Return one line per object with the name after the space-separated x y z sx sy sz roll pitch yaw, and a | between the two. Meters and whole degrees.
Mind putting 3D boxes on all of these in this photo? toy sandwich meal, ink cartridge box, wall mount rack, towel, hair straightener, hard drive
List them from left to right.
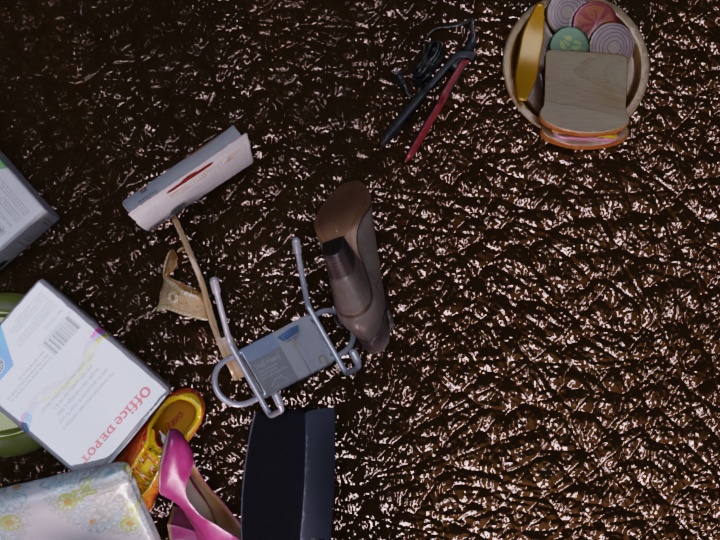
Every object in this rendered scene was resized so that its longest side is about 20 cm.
-0.489 -0.054 1.488 0.200 0.084 0.146 -41 87 -4 | ink cartridge box
-0.340 0.129 1.449 0.200 0.085 0.145 41 83 -2 | ink cartridge box
-0.324 0.306 1.428 0.171 0.048 0.200 -15 129 -2 | towel
-0.205 -0.114 1.445 0.162 0.200 0.050 -35 87 -5 | ink cartridge box
-0.093 0.069 1.465 0.200 0.075 0.174 -27 84 -28 | wall mount rack
-0.087 0.260 1.450 0.042 0.135 0.200 12 76 -41 | hard drive
0.079 -0.236 1.544 0.077 0.041 0.200 32 85 1 | hair straightener
0.269 -0.252 1.537 0.205 0.070 0.206 0 85 -2 | toy sandwich meal

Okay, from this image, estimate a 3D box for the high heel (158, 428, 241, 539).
-0.179 0.256 1.433 0.096 0.067 0.200 5 128 4 | high heel

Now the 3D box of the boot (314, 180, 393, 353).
0.000 0.000 1.496 0.070 0.200 0.146 -14 121 20 | boot

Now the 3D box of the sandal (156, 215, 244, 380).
-0.209 0.043 1.494 0.070 0.078 0.212 -25 92 -6 | sandal

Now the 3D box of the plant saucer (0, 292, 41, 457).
-0.434 0.126 1.502 0.200 0.031 0.200 0 86 -1 | plant saucer

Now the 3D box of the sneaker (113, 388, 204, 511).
-0.255 0.225 1.476 0.073 0.077 0.200 29 86 -1 | sneaker
